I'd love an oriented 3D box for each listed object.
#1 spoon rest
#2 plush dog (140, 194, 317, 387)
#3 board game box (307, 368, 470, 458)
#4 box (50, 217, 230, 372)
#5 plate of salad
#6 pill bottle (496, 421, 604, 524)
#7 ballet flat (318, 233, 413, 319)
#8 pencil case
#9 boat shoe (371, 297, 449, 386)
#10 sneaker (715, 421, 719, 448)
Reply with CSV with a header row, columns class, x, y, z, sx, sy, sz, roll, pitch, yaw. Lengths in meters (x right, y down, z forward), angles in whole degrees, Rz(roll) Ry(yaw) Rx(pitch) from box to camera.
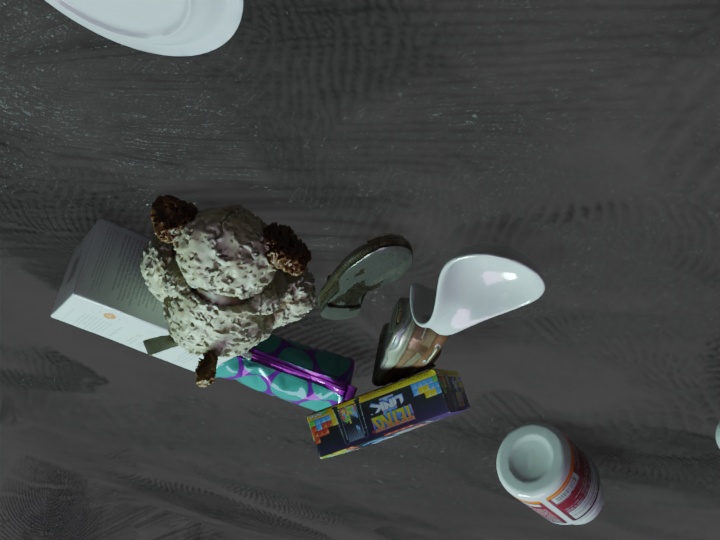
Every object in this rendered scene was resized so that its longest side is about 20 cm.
class,x,y,z,sx,sy,sz,roll,pitch,yaw
spoon rest,0.106,0.022,1.024,0.098,0.062,0.200,21,158,-17
plush dog,-0.143,0.007,1.064,0.197,0.162,0.173,13,133,0
board game box,0.040,0.174,1.273,0.163,0.058,0.200,-20,170,11
box,-0.244,0.034,1.222,0.198,0.099,0.124,24,156,-22
plate of salad,-0.159,-0.211,0.646,0.197,0.049,0.201,20,154,10
pill bottle,0.286,0.305,1.522,0.111,0.115,0.200,-1,154,33
ballet flat,0.000,0.000,1.067,0.066,0.047,0.200,5,158,-17
pencil case,-0.106,0.129,1.382,0.197,0.086,0.092,19,173,-13
boat shoe,0.058,0.095,1.215,0.071,0.077,0.200,13,160,-4
sneaker,0.524,0.211,1.198,0.197,0.074,0.112,17,160,-3
